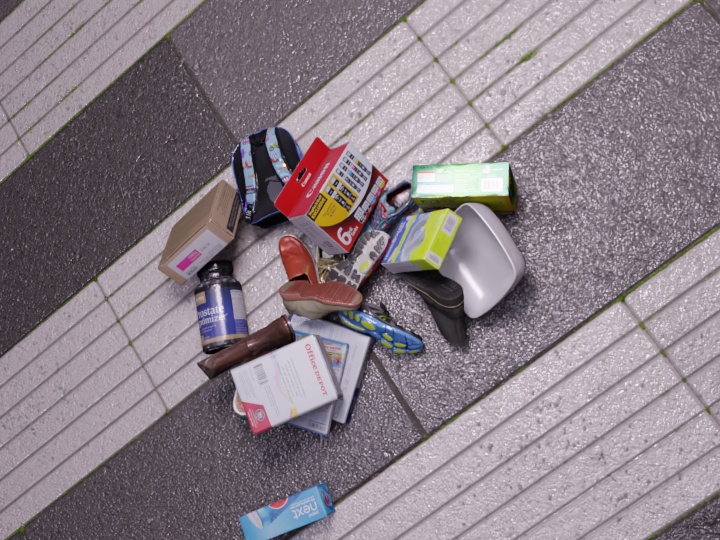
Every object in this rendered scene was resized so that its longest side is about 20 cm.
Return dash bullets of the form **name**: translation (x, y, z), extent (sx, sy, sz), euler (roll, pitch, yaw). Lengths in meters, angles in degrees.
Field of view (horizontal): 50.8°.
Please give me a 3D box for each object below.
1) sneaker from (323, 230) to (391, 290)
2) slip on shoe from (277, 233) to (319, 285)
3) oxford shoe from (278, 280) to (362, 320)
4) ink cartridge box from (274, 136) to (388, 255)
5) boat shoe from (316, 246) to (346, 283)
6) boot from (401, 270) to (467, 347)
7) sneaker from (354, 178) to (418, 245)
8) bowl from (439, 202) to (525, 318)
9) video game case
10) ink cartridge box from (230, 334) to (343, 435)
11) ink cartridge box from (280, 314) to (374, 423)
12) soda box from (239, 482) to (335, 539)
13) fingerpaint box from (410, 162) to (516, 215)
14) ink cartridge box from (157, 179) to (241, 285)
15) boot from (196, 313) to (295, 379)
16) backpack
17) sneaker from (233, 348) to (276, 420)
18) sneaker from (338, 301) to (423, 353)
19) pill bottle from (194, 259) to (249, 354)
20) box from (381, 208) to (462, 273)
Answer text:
- **sneaker**: translation (0.000, 0.000, 1.660), extent (0.200, 0.085, 0.077), euler (-47, 68, 14)
- **slip on shoe**: translation (-0.139, 0.006, 1.725), extent (0.073, 0.061, 0.202), euler (-25, 75, 14)
- **oxford shoe**: translation (-0.080, 0.069, 1.633), extent (0.198, 0.071, 0.075), euler (7, 125, 30)
- **ink cartridge box**: translation (-0.061, -0.166, 1.629), extent (0.083, 0.175, 0.201), euler (-6, 50, 55)
- **boat shoe**: translation (-0.068, -0.046, 1.707), extent (0.072, 0.063, 0.204), euler (2, 84, 17)
- **boot**: translation (0.154, 0.069, 1.622), extent (0.077, 0.140, 0.200), euler (-24, 35, -14)
- **sneaker**: translation (0.052, -0.133, 1.665), extent (0.200, 0.095, 0.079), euler (-45, 72, 7)
- **bowl**: translation (0.249, -0.025, 1.566), extent (0.201, 0.074, 0.200), euler (60, 143, 18)
- **video game case**: translation (-0.113, 0.243, 1.664), extent (0.141, 0.018, 0.203), euler (12, 87, 19)
- **ink cartridge box**: translation (-0.153, 0.241, 1.609), extent (0.198, 0.083, 0.147), euler (-23, 81, 5)
- **ink cartridge box**: translation (-0.089, 0.213, 1.691), extent (0.198, 0.041, 0.202), euler (18, 88, 19)
- **soda box**: translation (-0.160, 0.534, 1.657), extent (0.198, 0.064, 0.069), euler (-25, 76, 12)
- **fingerpaint box**: translation (0.220, -0.168, 1.581), extent (0.197, 0.167, 0.074), euler (0, 81, 18)
- **ink cartridge box**: translation (-0.362, -0.087, 1.730), extent (0.199, 0.075, 0.166), euler (-36, 31, 28)
- **boot**: translation (-0.245, 0.168, 1.610), extent (0.198, 0.186, 0.065), euler (-23, 81, -24)
- **backpack**: translation (-0.196, -0.215, 1.733), extent (0.181, 0.134, 0.202), euler (-21, 78, 14)
- **sneaker**: translation (-0.241, 0.241, 1.722), extent (0.070, 0.080, 0.202), euler (17, 66, 2)
- **sneaker**: translation (0.051, 0.111, 1.639), extent (0.198, 0.071, 0.083), euler (28, 48, 12)
- **pill bottle**: translation (-0.322, 0.084, 1.744), extent (0.110, 0.112, 0.203), euler (-14, 79, 15)
- **box**: translation (0.119, -0.058, 1.578), extent (0.047, 0.199, 0.123), euler (33, 73, -22)
